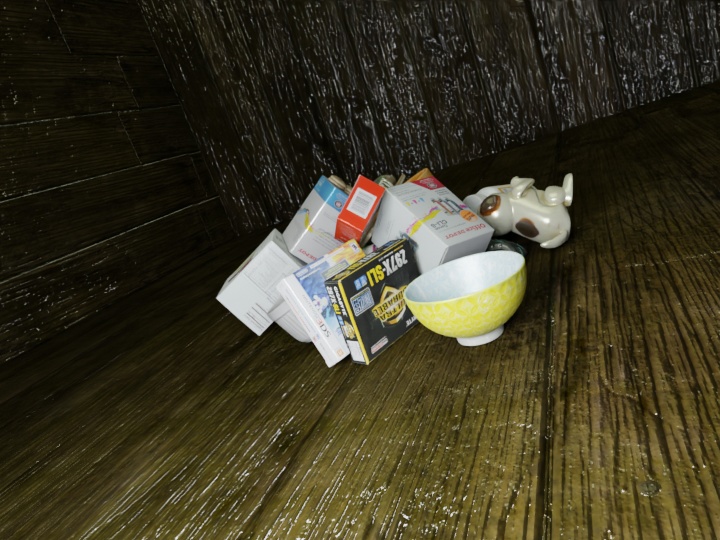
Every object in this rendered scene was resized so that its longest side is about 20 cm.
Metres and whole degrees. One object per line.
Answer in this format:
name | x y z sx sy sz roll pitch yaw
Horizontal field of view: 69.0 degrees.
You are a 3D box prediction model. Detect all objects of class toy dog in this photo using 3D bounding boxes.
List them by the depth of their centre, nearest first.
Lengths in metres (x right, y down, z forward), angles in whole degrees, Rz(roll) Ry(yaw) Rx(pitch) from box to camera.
toy dog | 0.361 -0.119 1.175 0.198 0.140 0.195 5 59 16

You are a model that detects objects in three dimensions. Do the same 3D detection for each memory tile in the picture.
memory tile | -0.019 -0.210 1.417 0.017 0.153 0.200 -53 8 8

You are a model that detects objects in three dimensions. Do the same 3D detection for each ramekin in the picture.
ramekin | -0.096 0.062 1.130 0.200 0.105 0.200 -42 8 8

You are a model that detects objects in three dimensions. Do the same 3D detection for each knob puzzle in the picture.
knob puzzle | 0.046 -0.113 1.236 0.221 0.030 0.220 -58 5 7

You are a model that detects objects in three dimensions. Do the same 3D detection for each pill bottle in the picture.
pill bottle | 0.352 -0.157 1.319 0.199 0.114 0.112 -12 7 -33

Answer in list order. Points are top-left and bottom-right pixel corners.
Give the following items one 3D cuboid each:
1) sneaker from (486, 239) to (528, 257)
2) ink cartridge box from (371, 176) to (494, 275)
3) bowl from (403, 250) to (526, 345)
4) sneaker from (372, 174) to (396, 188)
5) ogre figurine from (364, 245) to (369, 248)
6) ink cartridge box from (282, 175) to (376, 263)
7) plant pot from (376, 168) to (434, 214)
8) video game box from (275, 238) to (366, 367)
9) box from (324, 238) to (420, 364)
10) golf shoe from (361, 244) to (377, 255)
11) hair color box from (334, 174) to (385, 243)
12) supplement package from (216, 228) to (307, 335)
sneaker | 0.277 -0.032 1.162 0.079 0.076 0.199 -13 13 -37
ink cartridge box | 0.146 -0.072 1.094 0.144 0.145 0.200 -19 53 -33
bowl | 0.179 0.056 0.849 0.198 0.109 0.200 -20 14 5
sneaker | 0.057 -0.226 1.430 0.090 0.067 0.200 -45 5 8
ogre figurine | -0.023 -0.013 1.464 0.119 0.099 0.200 -34 -8 23
ink cartridge box | -0.085 -0.114 1.374 0.201 0.146 0.146 -54 27 8
plant pot | 0.157 -0.140 1.414 0.200 0.184 0.200 -39 9 7
video game box | -0.035 0.056 1.012 0.199 0.183 0.047 -33 -2 -40
box | 0.038 0.051 0.969 0.049 0.161 0.199 -6 19 47
golf shoe | 0.000 0.000 1.242 0.091 0.076 0.200 -11 -24 -3
hair color box | -0.006 -0.114 1.093 0.102 0.061 0.200 -62 0 -10
supplement package | -0.242 0.024 1.367 0.200 0.147 0.191 -45 14 5
